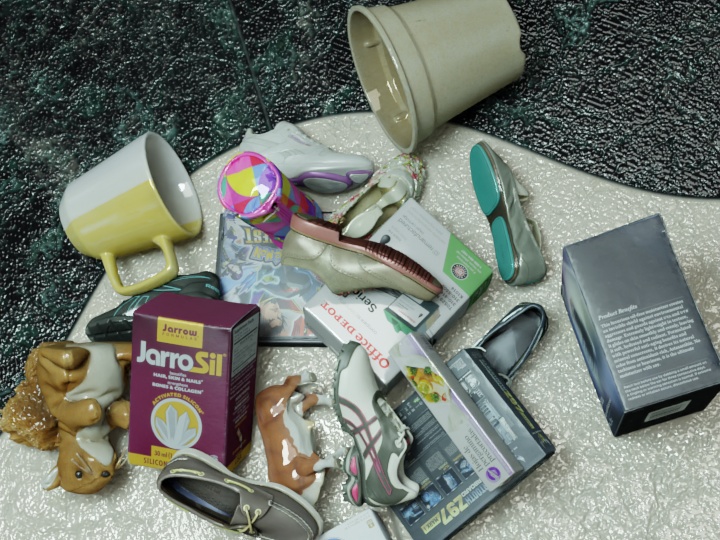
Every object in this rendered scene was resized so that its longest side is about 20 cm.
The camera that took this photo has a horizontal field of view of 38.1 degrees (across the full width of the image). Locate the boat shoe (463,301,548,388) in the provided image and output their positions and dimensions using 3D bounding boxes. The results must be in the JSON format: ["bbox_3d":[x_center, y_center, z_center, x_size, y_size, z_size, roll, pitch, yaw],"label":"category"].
[{"bbox_3d":[0.159,0.120,1.288,0.200,0.062,0.075,-44,79,-3],"label":"boat shoe"}]

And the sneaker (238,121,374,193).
[{"bbox_3d":[-0.077,-0.157,1.399,0.199,0.075,0.100,3,72,17],"label":"sneaker"}]

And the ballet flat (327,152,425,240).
[{"bbox_3d":[0.024,-0.081,1.351,0.076,0.064,0.200,48,71,-12],"label":"ballet flat"}]

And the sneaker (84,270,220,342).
[{"bbox_3d":[-0.271,0.055,1.382,0.199,0.076,0.079,-14,43,16],"label":"sneaker"}]

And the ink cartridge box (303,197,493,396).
[{"bbox_3d":[0.045,0.035,1.305,0.146,0.084,0.200,42,77,10],"label":"ink cartridge box"}]

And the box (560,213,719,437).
[{"bbox_3d":[0.317,0.071,1.205,0.123,0.200,0.199,-18,70,4],"label":"box"}]

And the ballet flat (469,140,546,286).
[{"bbox_3d":[0.193,-0.075,1.350,0.063,0.067,0.201,-6,71,-21],"label":"ballet flat"}]

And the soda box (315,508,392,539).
[{"bbox_3d":[-0.054,0.364,1.250,0.200,0.064,0.068,-30,72,1],"label":"soda box"}]

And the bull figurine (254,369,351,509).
[{"bbox_3d":[-0.074,0.224,1.283,0.121,0.065,0.201,-31,65,22],"label":"bull figurine"}]

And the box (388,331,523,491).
[{"bbox_3d":[0.107,0.159,1.193,0.039,0.041,0.200,-42,73,17],"label":"box"}]

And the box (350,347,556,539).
[{"bbox_3d":[0.107,0.214,1.242,0.200,0.051,0.158,-45,69,18],"label":"box"}]

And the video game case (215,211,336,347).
[{"bbox_3d":[-0.096,0.011,1.383,0.199,0.026,0.181,0,74,9],"label":"video game case"}]

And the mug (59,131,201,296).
[{"bbox_3d":[-0.313,-0.076,1.379,0.153,0.150,0.187,-22,36,11],"label":"mug"}]

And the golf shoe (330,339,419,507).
[{"bbox_3d":[0.019,0.177,1.218,0.088,0.077,0.201,-4,101,21],"label":"golf shoe"}]

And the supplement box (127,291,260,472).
[{"bbox_3d":[-0.204,0.140,1.280,0.130,0.103,0.201,8,105,13],"label":"supplement box"}]

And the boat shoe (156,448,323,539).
[{"bbox_3d":[-0.141,0.274,1.214,0.199,0.060,0.072,25,111,5],"label":"boat shoe"}]

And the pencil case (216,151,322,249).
[{"bbox_3d":[-0.110,-0.081,1.295,0.088,0.200,0.089,-2,81,14],"label":"pencil case"}]

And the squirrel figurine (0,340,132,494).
[{"bbox_3d":[-0.365,0.186,1.333,0.199,0.141,0.187,1,91,37],"label":"squirrel figurine"}]

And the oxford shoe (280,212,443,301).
[{"bbox_3d":[0.000,0.000,1.248,0.199,0.070,0.075,24,101,7],"label":"oxford shoe"}]

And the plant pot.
[{"bbox_3d":[0.106,-0.280,1.363,0.183,0.201,0.201,-23,71,-9],"label":"plant pot"}]
